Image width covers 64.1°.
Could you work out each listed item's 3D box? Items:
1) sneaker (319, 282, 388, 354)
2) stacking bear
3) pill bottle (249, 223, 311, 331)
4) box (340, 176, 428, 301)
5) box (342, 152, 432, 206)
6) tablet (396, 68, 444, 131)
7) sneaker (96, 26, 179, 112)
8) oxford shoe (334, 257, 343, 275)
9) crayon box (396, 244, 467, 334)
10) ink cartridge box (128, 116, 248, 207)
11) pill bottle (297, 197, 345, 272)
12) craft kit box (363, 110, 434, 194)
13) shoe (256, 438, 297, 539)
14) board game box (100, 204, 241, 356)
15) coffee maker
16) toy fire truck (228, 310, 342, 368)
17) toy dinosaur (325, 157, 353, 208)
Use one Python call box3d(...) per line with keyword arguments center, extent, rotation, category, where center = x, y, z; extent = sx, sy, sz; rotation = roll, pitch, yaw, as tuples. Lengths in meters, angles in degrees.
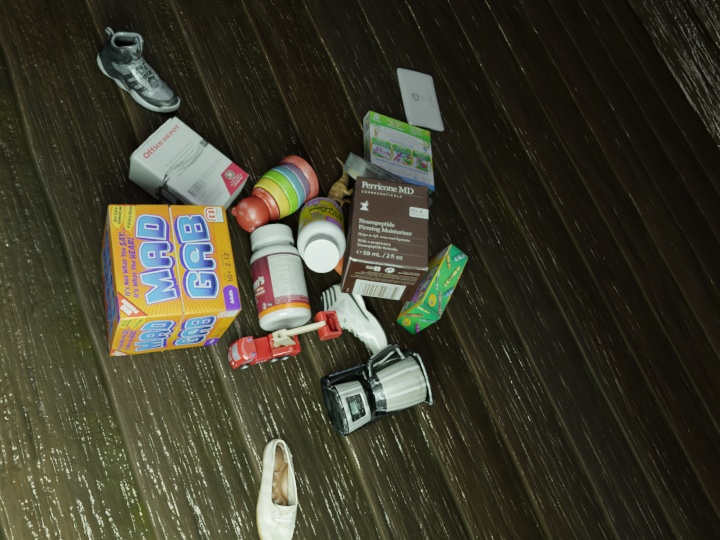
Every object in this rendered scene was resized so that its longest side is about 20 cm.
box3d(center=(-0.027, 0.125, 1.262), extent=(0.114, 0.076, 0.202), rotation=(-24, 72, -26), category="sneaker")
box3d(center=(-0.195, -0.159, 1.276), extent=(0.122, 0.114, 0.200), rotation=(46, 58, -1), category="stacking bear")
box3d(center=(-0.171, 0.014, 1.199), extent=(0.108, 0.109, 0.203), rotation=(-2, 68, -29), category="pill bottle")
box3d(center=(0.050, -0.063, 1.235), extent=(0.163, 0.165, 0.203), rotation=(7, 63, -6), category="box")
box3d(center=(0.061, -0.205, 1.369), extent=(0.157, 0.049, 0.200), rotation=(21, 15, -30), category="box")
box3d(center=(0.177, -0.507, 1.705), extent=(0.128, 0.014, 0.203), rotation=(3, 65, -28), category="tablet")
box3d(center=(-0.474, -0.433, 1.241), extent=(0.199, 0.114, 0.076), rotation=(36, 55, -10), category="sneaker")
box3d(center=(0.000, 0.000, 1.339), extent=(0.199, 0.073, 0.072), rotation=(35, 87, 7), category="oxford shoe")
box3d(center=(0.172, 0.044, 1.372), extent=(0.058, 0.119, 0.201), rotation=(37, 55, -8), category="crayon box")
box3d(center=(-0.361, -0.200, 1.212), extent=(0.199, 0.083, 0.146), rotation=(38, 55, -8), category="ink cartridge box")
box3d(center=(-0.083, -0.075, 1.238), extent=(0.103, 0.105, 0.201), rotation=(25, 24, -16), category="pill bottle")
box3d(center=(0.102, -0.314, 1.552), extent=(0.197, 0.048, 0.201), rotation=(13, 64, -24), category="craft kit box")
box3d(center=(-0.152, 0.411, 1.054), extent=(0.069, 0.053, 0.203), rotation=(7, 64, -26), category="shoe")
box3d(center=(-0.350, 0.019, 1.041), extent=(0.197, 0.200, 0.203), rotation=(-3, 68, -30), category="board game box")
box3d(center=(0.026, 0.253, 1.178), extent=(0.197, 0.193, 0.136), rotation=(-16, 67, -16), category="coffee maker")
box3d(center=(-0.150, 0.137, 1.133), extent=(0.197, 0.141, 0.049), rotation=(-8, 70, -32), category="toy fire truck")
box3d(center=(-0.045, -0.198, 1.403), extent=(0.105, 0.060, 0.202), rotation=(33, 55, -10), category="toy dinosaur")
